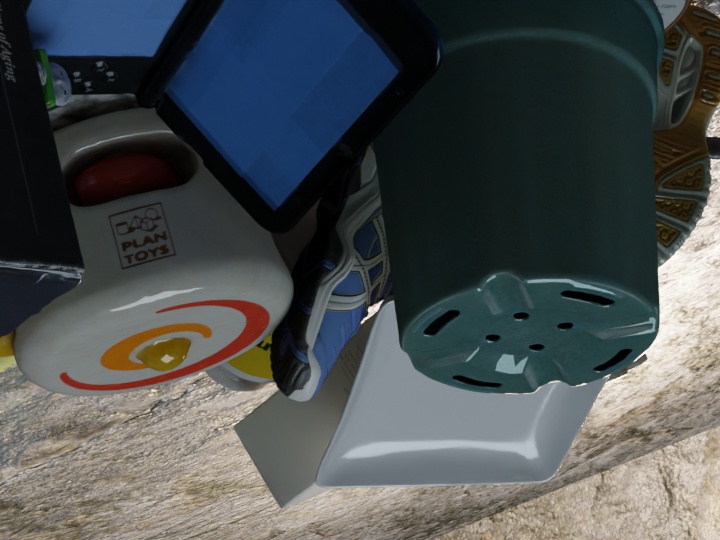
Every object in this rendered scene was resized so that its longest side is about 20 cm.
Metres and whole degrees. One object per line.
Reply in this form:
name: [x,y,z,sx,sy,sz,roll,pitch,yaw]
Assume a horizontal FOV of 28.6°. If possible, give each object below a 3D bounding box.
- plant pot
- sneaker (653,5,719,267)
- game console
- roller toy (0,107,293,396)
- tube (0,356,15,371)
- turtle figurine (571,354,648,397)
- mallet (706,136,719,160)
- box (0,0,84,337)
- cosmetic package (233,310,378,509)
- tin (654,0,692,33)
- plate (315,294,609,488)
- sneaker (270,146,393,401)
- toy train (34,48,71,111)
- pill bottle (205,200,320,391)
plant pot: [0.092,-0.045,0.833,0.197,0.199,0.201,-1,152,-1]
sneaker: [0.199,-0.078,0.967,0.075,0.202,0.088,25,166,-4]
game console: [-0.086,-0.104,0.703,0.169,0.120,0.200,-6,157,-33]
roller toy: [-0.140,-0.003,0.893,0.181,0.141,0.199,-31,157,30]
tube: [-0.266,0.048,1.063,0.198,0.052,0.058,-26,-159,4]
turtle figurine: [0.130,0.007,1.098,0.198,0.196,0.144,-23,174,-9]
mallet: [0.215,-0.083,1.039,0.197,0.067,0.041,8,157,-10]
box: [-0.231,-0.071,0.529,0.123,0.203,0.195,-30,158,36]
cosmetic package: [0.010,0.094,1.102,0.200,0.082,0.113,-41,166,22]
tin: [0.136,-0.149,0.921,0.111,0.042,0.200,-11,160,-34]
plate: [0.078,0.081,0.999,0.197,0.033,0.201,1,135,-20]
sneaker: [0.000,0.000,0.946,0.076,0.202,0.076,30,155,-16]
toy train: [-0.231,-0.071,0.729,0.198,0.042,0.056,-15,173,26]
pill bottle: [-0.063,0.019,1.074,0.110,0.113,0.200,-9,159,-27]
